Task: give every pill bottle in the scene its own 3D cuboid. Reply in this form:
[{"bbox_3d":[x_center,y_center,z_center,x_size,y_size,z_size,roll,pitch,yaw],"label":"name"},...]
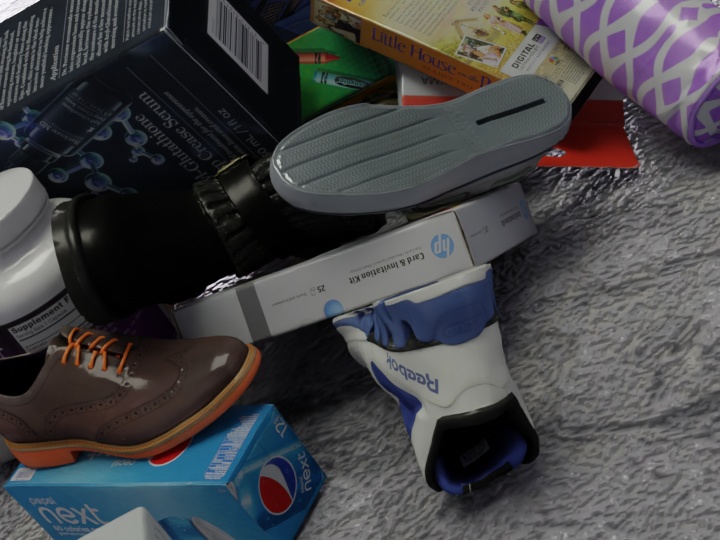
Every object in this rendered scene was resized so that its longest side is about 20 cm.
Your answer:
[{"bbox_3d":[-0.196,0.031,1.035,0.112,0.200,0.113,-24,31,16],"label":"pill bottle"}]

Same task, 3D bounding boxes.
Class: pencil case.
[{"bbox_3d":[0.181,-0.166,1.008,0.200,0.085,0.084,50,123,28],"label":"pencil case"}]

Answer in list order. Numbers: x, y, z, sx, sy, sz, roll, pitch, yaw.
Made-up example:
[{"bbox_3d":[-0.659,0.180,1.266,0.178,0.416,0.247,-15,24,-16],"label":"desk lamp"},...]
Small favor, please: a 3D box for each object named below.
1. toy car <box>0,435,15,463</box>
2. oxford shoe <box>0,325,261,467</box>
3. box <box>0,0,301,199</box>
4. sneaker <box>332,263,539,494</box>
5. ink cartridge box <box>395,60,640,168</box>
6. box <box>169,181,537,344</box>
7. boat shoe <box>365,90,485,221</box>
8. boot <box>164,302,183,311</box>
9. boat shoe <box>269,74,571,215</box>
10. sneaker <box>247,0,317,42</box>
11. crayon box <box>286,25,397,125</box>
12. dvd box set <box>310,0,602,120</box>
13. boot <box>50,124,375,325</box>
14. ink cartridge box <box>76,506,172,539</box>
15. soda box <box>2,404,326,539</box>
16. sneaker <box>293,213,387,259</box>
[{"bbox_3d":[-0.301,0.047,1.167,0.200,0.150,0.175,-8,37,37],"label":"toy car"},{"bbox_3d":[-0.152,0.068,0.927,0.200,0.073,0.071,-17,34,28],"label":"oxford shoe"},{"bbox_3d":[-0.162,-0.114,1.051,0.200,0.148,0.107,-24,47,25],"label":"box"},{"bbox_3d":[0.042,0.067,0.867,0.080,0.115,0.199,-16,-3,-8],"label":"sneaker"},{"bbox_3d":[0.105,-0.138,1.082,0.162,0.050,0.200,1,30,-2],"label":"ink cartridge box"},{"bbox_3d":[0.000,0.000,0.988,0.200,0.041,0.156,-21,1,22],"label":"box"},{"bbox_3d":[0.035,-0.099,1.135,0.076,0.074,0.200,-33,26,-2],"label":"boat shoe"},{"bbox_3d":[-0.120,-0.055,1.192,0.200,0.107,0.075,-33,23,-7],"label":"boot"},{"bbox_3d":[0.038,-0.062,0.940,0.199,0.067,0.074,-13,58,-19],"label":"boat shoe"},{"bbox_3d":[-0.102,-0.188,1.245,0.200,0.079,0.075,-28,-1,18],"label":"sneaker"},{"bbox_3d":[-0.026,-0.149,1.205,0.119,0.058,0.200,-27,1,11],"label":"crayon box"},{"bbox_3d":[0.085,-0.185,1.082,0.200,0.029,0.146,26,53,15],"label":"dvd box set"},{"bbox_3d":[-0.086,-0.033,0.954,0.157,0.080,0.211,-20,0,16],"label":"boot"},{"bbox_3d":[-0.114,0.243,0.692,0.144,0.145,0.200,-29,30,6],"label":"ink cartridge box"},{"bbox_3d":[-0.123,0.130,0.951,0.200,0.068,0.064,-6,40,39],"label":"soda box"},{"bbox_3d":[-0.075,-0.057,1.100,0.199,0.104,0.060,14,70,5],"label":"sneaker"}]
